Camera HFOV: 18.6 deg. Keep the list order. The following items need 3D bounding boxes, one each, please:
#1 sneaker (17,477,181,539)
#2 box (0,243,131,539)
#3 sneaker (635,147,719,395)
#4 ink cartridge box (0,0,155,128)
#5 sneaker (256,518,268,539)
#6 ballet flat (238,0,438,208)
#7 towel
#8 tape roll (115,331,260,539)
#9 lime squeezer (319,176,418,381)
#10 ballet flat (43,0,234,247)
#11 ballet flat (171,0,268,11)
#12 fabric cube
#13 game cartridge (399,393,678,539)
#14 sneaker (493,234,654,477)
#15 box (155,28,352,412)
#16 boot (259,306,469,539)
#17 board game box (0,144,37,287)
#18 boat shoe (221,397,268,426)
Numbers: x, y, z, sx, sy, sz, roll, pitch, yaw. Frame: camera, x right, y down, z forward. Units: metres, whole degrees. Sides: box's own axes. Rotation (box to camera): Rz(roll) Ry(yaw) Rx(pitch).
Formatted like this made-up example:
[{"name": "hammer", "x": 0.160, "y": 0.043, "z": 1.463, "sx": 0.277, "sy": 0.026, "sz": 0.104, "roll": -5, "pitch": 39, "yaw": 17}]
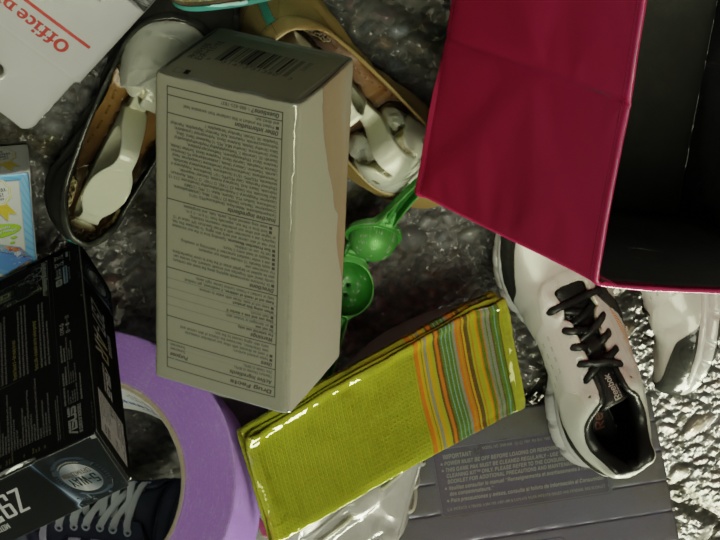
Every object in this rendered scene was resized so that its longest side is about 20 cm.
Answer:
[{"name": "sneaker", "x": -0.172, "y": 0.152, "z": 1.419, "sx": 0.199, "sy": 0.070, "sz": 0.109, "roll": -17, "pitch": 127, "yaw": 40}, {"name": "box", "x": -0.219, "y": 0.083, "z": 1.280, "sx": 0.160, "sy": 0.200, "sz": 0.044, "roll": -26, "pitch": 123, "yaw": 6}, {"name": "sneaker", "x": 0.200, "y": -0.010, "z": 1.433, "sx": 0.080, "sy": 0.074, "sz": 0.201, "roll": 2, "pitch": 118, "yaw": 1}, {"name": "ink cartridge box", "x": -0.166, "y": -0.191, "z": 1.233, "sx": 0.116, "sy": 0.068, "sz": 0.200, "roll": 37, "pitch": 109, "yaw": -27}, {"name": "sneaker", "x": -0.095, "y": 0.253, "z": 1.516, "sx": 0.081, "sy": 0.088, "sz": 0.200, "roll": 14, "pitch": 125, "yaw": -19}, {"name": "ballet flat", "x": -0.003, "y": -0.092, "z": 1.334, "sx": 0.069, "sy": 0.063, "sz": 0.200, "roll": -40, "pitch": 122, "yaw": 13}, {"name": "towel", "x": 0.018, "y": 0.092, "z": 1.374, "sx": 0.199, "sy": 0.018, "sz": 0.086, "roll": -27, "pitch": 116, "yaw": -24}, {"name": "tape roll", "x": -0.165, "y": 0.141, "z": 1.354, "sx": 0.199, "sy": 0.201, "sz": 0.066, "roll": -22, "pitch": 159, "yaw": 4}, {"name": "lime squeezer", "x": 0.000, "y": 0.000, "z": 1.380, "sx": 0.038, "sy": 0.071, "sz": 0.201, "roll": 24, "pitch": 115, "yaw": -6}, {"name": "ballet flat", "x": -0.127, "y": -0.094, "z": 1.304, "sx": 0.068, "sy": 0.069, "sz": 0.201, "roll": 19, "pitch": 117, "yaw": -20}, {"name": "ballet flat", "x": -0.019, "y": -0.198, "z": 1.258, "sx": 0.199, "sy": 0.071, "sz": 0.071, "roll": -11, "pitch": 125, "yaw": -14}, {"name": "fabric cube", "x": 0.173, "y": -0.106, "z": 1.227, "sx": 0.195, "sy": 0.199, "sz": 0.201, "roll": 3, "pitch": 104, "yaw": -28}, {"name": "game cartridge", "x": 0.110, "y": 0.156, "z": 1.488, "sx": 0.199, "sy": 0.130, "sz": 0.038, "roll": -7, "pitch": 161, "yaw": -8}, {"name": "sneaker", "x": 0.146, "y": 0.043, "z": 1.414, "sx": 0.073, "sy": 0.080, "sz": 0.201, "roll": -25, "pitch": 110, "yaw": -10}, {"name": "box", "x": -0.063, "y": -0.028, "z": 1.278, "sx": 0.095, "sy": 0.078, "sz": 0.201, "roll": 15, "pitch": 121, "yaw": 19}, {"name": "boot", "x": 0.016, "y": 0.116, "z": 1.437, "sx": 0.200, "sy": 0.073, "sz": 0.096, "roll": -39, "pitch": 128, "yaw": -19}, {"name": "board game box", "x": -0.298, "y": -0.004, "z": 1.350, "sx": 0.199, "sy": 0.034, "sz": 0.135, "roll": -5, "pitch": 124, "yaw": -8}, {"name": "boat shoe", "x": -0.070, "y": 0.084, "z": 1.434, "sx": 0.074, "sy": 0.065, "sz": 0.203, "roll": -2, "pitch": 123, "yaw": -10}]
